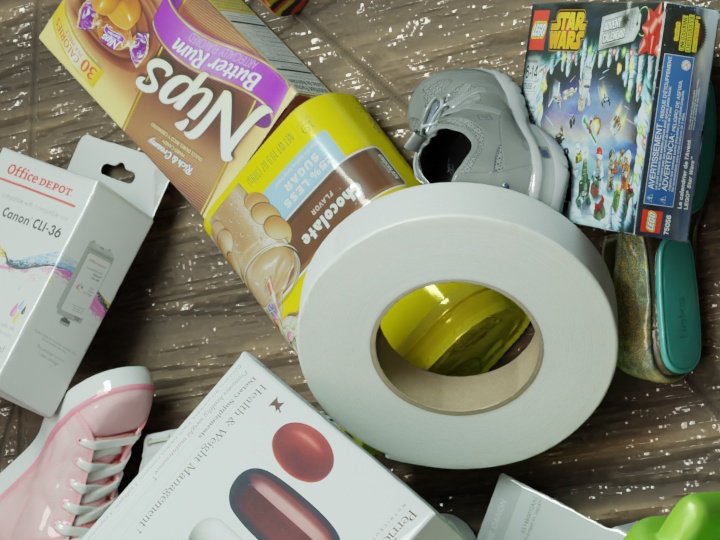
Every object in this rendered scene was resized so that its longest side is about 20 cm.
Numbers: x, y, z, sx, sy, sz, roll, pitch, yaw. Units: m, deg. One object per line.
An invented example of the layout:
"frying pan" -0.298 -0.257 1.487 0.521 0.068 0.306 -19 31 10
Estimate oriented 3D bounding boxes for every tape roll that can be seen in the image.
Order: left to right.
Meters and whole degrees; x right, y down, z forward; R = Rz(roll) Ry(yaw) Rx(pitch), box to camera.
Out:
"tape roll" 0.059 0.037 1.601 0.201 0.037 0.204 2 127 2

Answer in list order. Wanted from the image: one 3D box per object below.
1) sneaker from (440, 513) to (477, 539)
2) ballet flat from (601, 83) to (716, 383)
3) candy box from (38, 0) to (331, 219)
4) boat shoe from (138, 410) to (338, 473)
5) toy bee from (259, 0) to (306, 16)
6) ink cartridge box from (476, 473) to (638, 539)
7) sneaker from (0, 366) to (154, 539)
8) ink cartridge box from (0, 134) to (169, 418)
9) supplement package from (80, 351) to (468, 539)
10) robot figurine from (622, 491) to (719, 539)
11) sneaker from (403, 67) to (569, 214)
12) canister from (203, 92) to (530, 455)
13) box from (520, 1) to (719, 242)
"sneaker" -0.008 0.249 1.716 0.084 0.121 0.201 41 111 25
"ballet flat" 0.180 -0.031 1.631 0.070 0.071 0.201 3 92 32
"candy box" -0.123 -0.142 1.821 0.200 0.056 0.117 48 113 24
"boat shoe" -0.090 0.117 1.784 0.199 0.073 0.067 -21 69 39
"toy bee" -0.038 -0.267 1.736 0.130 0.108 0.201 21 101 32
"ink cartridge box" 0.138 0.253 1.669 0.176 0.045 0.201 26 104 28
"sneaker" -0.193 0.156 1.850 0.200 0.075 0.105 -46 61 37
"ink cartridge box" -0.226 -0.011 1.832 0.116 0.067 0.201 19 78 43
"supplement package" -0.042 0.197 1.585 0.191 0.147 0.200 -50 48 -5
"robot figurine" 0.184 0.229 1.550 0.175 0.115 0.201 36 109 30
"sneaker" 0.063 -0.086 1.648 0.200 0.082 0.075 -134 54 -64
"canister" 0.000 0.000 1.729 0.149 0.086 0.200 -48 66 24
"box" 0.150 -0.094 1.590 0.200 0.040 0.138 -166 83 -70
